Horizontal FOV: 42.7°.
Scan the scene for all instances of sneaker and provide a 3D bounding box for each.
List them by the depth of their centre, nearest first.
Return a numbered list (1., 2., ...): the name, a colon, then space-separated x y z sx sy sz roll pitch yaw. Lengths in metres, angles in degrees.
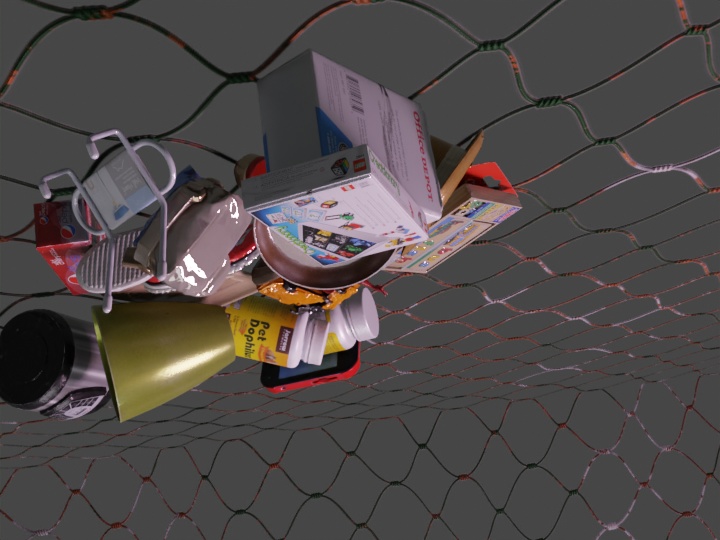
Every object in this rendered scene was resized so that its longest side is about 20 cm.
1. sneaker: -0.282 -0.021 1.222 0.200 0.074 0.082 -29 172 -24
2. sneaker: -0.225 -0.033 1.309 0.199 0.085 0.077 -22 -154 -8
3. sneaker: -0.098 -0.044 1.344 0.200 0.076 0.070 -26 -177 39

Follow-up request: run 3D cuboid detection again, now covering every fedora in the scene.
1. fedora: 0.075 -0.112 1.140 0.082 0.201 0.201 34 156 0

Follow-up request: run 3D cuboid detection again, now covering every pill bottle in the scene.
1. pill bottle: -0.158 0.105 1.600 0.199 0.110 0.109 12 161 1
2. pill bottle: -0.074 0.099 1.703 0.199 0.115 0.114 -13 161 14

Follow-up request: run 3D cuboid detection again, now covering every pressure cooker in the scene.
1. pressure cooker: -0.515 0.165 1.606 0.175 0.179 0.200 17 173 24

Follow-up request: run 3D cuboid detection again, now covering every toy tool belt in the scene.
1. toy tool belt: -0.203 -0.072 1.130 0.123 0.200 0.125 22 162 35

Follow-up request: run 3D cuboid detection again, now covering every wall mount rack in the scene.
1. wall mount rack: -0.279 -0.058 1.050 0.200 0.174 0.075 -25 -173 41

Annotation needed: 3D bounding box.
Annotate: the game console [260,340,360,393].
1. game console: -0.093 0.146 1.768 0.199 0.177 0.031 -13 136 14

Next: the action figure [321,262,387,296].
1. action figure: 0.000 0.000 1.393 0.099 0.065 0.200 25 -166 5

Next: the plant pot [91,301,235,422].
1. plant pot: -0.309 0.123 1.473 0.199 0.188 0.187 -14 164 -19

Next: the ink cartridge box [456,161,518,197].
1. ink cartridge box: 0.120 -0.088 1.338 0.199 0.047 0.160 -13 162 18

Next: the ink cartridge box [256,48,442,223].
1. ink cartridge box: -0.009 -0.129 0.997 0.084 0.146 0.200 -22 158 35

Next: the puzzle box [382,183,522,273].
1. puzzle box: 0.123 -0.056 1.345 0.200 0.026 0.133 -36 155 34

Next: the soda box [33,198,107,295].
1. soda box: -0.384 -0.029 1.254 0.070 0.064 0.200 -8 161 -6

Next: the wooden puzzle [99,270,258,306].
1. wooden puzzle: -0.285 0.013 1.467 0.185 0.046 0.200 -22 153 33

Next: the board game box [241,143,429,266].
1. board game box: -0.018 -0.058 0.915 0.126 0.035 0.200 -14 161 15

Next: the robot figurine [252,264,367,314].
1. robot figurine: -0.077 0.012 1.505 0.145 0.058 0.200 -36 152 20

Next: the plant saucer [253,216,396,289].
1. plant saucer: -0.043 -0.063 1.228 0.199 0.032 0.201 -4 125 -5
